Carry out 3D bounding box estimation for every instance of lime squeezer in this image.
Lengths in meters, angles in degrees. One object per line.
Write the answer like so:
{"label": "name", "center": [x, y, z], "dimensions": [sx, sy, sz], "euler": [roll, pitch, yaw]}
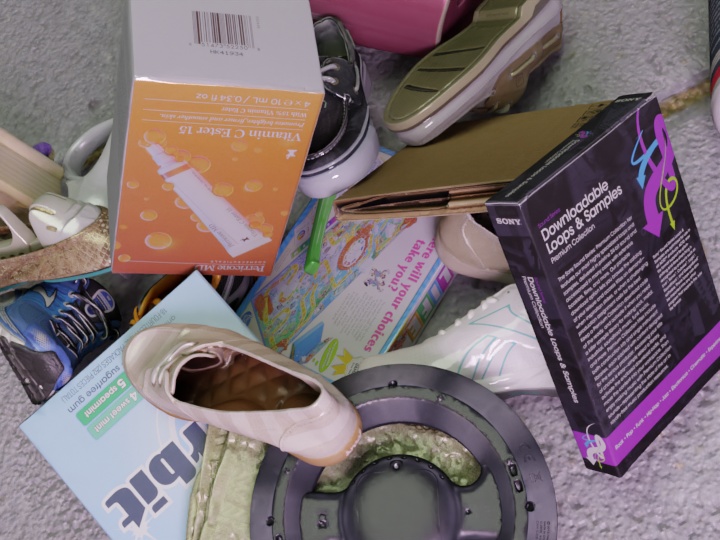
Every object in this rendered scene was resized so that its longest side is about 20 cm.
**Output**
{"label": "lime squeezer", "center": [-0.034, -0.082, 0.961], "dimensions": [0.071, 0.038, 0.201], "euler": [-63, 28, 31]}

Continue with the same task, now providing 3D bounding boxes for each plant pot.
{"label": "plant pot", "center": [0.017, -0.270, 1.003], "dimensions": [0.178, 0.200, 0.201], "euler": [27, 72, 13]}

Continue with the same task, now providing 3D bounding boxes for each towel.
{"label": "towel", "center": [-0.017, 0.164, 0.803], "dimensions": [0.199, 0.037, 0.149], "euler": [10, 77, 4]}

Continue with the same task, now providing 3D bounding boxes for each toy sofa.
{"label": "toy sofa", "center": [-0.353, -0.044, 1.022], "dimensions": [0.199, 0.083, 0.098], "euler": [-33, 49, 20]}

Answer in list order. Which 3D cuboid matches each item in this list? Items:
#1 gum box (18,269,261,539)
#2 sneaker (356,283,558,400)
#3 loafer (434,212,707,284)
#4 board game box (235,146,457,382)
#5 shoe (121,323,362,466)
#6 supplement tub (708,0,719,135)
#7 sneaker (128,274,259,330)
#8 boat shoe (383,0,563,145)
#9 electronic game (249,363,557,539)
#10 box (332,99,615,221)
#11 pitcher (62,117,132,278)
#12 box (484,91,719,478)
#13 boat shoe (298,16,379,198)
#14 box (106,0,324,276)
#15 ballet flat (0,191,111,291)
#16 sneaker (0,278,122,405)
{"label": "gum box", "center": [-0.115, 0.131, 0.854], "dimensions": [0.170, 0.045, 0.200], "euler": [-42, 79, -7]}
{"label": "sneaker", "center": [0.095, 0.055, 0.844], "dimensions": [0.199, 0.070, 0.081], "euler": [-6, 78, 9]}
{"label": "loafer", "center": [0.152, -0.021, 0.858], "dimensions": [0.199, 0.068, 0.076], "euler": [5, 64, 6]}
{"label": "board game box", "center": [0.000, 0.000, 0.935], "dimensions": [0.134, 0.034, 0.201], "euler": [24, 72, 29]}
{"label": "shoe", "center": [-0.087, 0.070, 0.782], "dimensions": [0.199, 0.053, 0.070], "euler": [15, 68, 33]}
{"label": "supplement tub", "center": [0.326, -0.190, 0.866], "dimensions": [0.139, 0.141, 0.201], "euler": [-2, 61, 18]}
{"label": "sneaker", "center": [-0.158, 0.058, 0.932], "dimensions": [0.078, 0.077, 0.201], "euler": [25, 73, 27]}
{"label": "boat shoe", "center": [0.101, -0.158, 0.947], "dimensions": [0.200, 0.069, 0.075], "euler": [-45, 34, -22]}
{"label": "electronic game", "center": [0.026, 0.158, 0.763], "dimensions": [0.198, 0.042, 0.201], "euler": [-3, 71, 8]}
{"label": "box", "center": [0.092, -0.081, 0.861], "dimensions": [0.163, 0.021, 0.200], "euler": [-5, 20, 27]}
{"label": "pitcher", "center": [-0.170, -0.116, 1.020], "dimensions": [0.200, 0.121, 0.172], "euler": [-43, 47, 6]}
{"label": "box", "center": [0.165, 0.008, 0.757], "dimensions": [0.143, 0.201, 0.036], "euler": [-37, 26, -31]}
{"label": "boat shoe", "center": [-0.031, -0.128, 0.901], "dimensions": [0.072, 0.071, 0.200], "euler": [-20, 33, 12]}
{"label": "box", "center": [-0.109, -0.093, 0.836], "dimensions": [0.124, 0.200, 0.098], "euler": [1, 54, -15]}
{"label": "ballet flat", "center": [-0.256, -0.023, 0.926], "dimensions": [0.199, 0.066, 0.071], "euler": [-13, 30, 17]}
{"label": "sneaker", "center": [-0.236, 0.039, 0.928], "dimensions": [0.089, 0.079, 0.200], "euler": [-28, 18, -7]}
